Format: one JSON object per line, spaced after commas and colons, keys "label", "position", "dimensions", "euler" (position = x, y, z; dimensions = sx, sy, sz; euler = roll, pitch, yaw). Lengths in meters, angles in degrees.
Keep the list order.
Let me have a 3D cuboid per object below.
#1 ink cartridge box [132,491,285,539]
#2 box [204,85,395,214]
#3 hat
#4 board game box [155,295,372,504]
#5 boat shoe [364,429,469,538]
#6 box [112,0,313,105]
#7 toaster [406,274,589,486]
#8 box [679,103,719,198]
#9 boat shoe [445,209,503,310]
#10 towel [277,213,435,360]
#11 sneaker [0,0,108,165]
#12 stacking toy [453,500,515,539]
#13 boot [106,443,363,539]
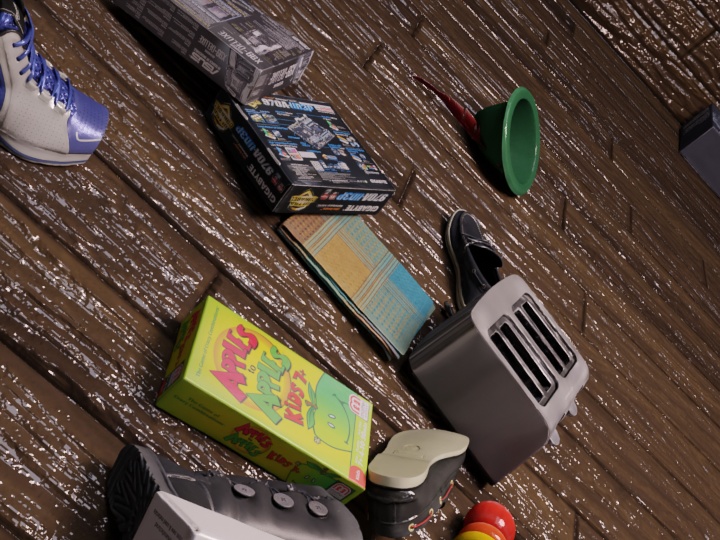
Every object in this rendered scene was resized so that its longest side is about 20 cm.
{"label": "ink cartridge box", "position": [-0.093, 0.257, 0.542], "dimensions": [0.144, 0.084, 0.203], "euler": [29, 80, -28]}
{"label": "box", "position": [-0.067, -0.139, 1.094], "dimensions": [0.198, 0.046, 0.160], "euler": [-4, 52, -53]}
{"label": "hat", "position": [0.196, -0.230, 1.561], "dimensions": [0.165, 0.173, 0.204], "euler": [-18, 109, -58]}
{"label": "board game box", "position": [-0.080, 0.121, 0.834], "dimensions": [0.199, 0.047, 0.102], "euler": [36, 35, -22]}
{"label": "boat shoe", "position": [0.057, 0.203, 0.913], "dimensions": [0.201, 0.072, 0.064], "euler": [-16, 110, -67]}
{"label": "box", "position": [-0.168, -0.288, 1.088], "dimensions": [0.199, 0.050, 0.158], "euler": [38, 29, 2]}
{"label": "toaster", "position": [0.159, 0.115, 1.072], "dimensions": [0.201, 0.118, 0.180], "euler": [53, 31, 5]}
{"label": "box", "position": [0.990, -0.326, 2.550], "dimensions": [0.197, 0.117, 0.201], "euler": [45, 34, -8]}
{"label": "boat shoe", "position": [0.161, -0.014, 1.258], "dimensions": [0.074, 0.062, 0.202], "euler": [29, 36, -26]}
{"label": "towel", "position": [0.000, 0.000, 1.083], "dimensions": [0.200, 0.022, 0.147], "euler": [48, 31, -1]}
{"label": "sneaker", "position": [-0.299, -0.173, 0.796], "dimensions": [0.197, 0.115, 0.082], "euler": [22, 42, -37]}
{"label": "stacking toy", "position": [0.110, 0.286, 0.879], "dimensions": [0.086, 0.085, 0.200], "euler": [50, 28, 0]}
{"label": "boot", "position": [-0.079, 0.210, 0.694], "dimensions": [0.198, 0.066, 0.165], "euler": [27, 17, -36]}
